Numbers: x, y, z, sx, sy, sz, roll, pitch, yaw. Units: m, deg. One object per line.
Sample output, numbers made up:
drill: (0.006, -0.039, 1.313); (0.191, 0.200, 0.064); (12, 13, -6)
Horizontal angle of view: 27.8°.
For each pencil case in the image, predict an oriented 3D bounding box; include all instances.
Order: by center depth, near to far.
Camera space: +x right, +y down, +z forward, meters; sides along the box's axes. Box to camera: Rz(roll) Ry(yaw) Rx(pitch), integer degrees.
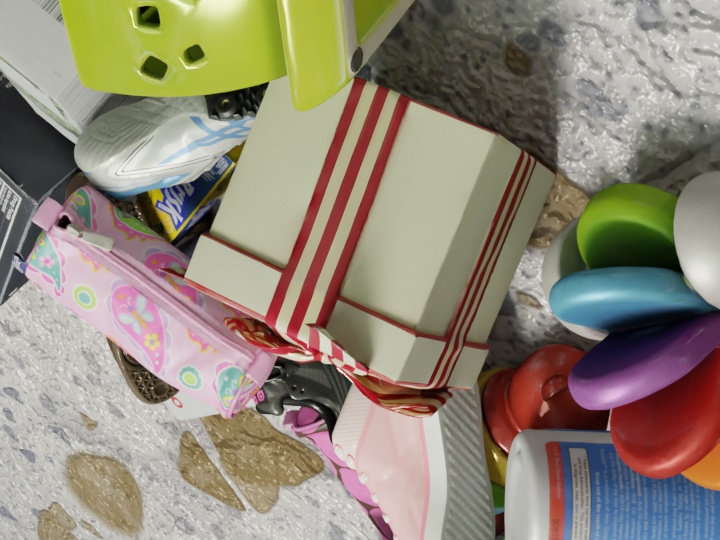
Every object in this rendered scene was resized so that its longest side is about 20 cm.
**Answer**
pencil case: (-0.149, 0.021, 1.054); (0.199, 0.088, 0.088); (36, 143, 3)
pencil case: (0.020, 0.184, 1.276); (0.093, 0.091, 0.201); (-27, 108, 19)

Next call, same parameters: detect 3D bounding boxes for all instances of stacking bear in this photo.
stacking bear: (0.114, 0.126, 1.115); (0.200, 0.121, 0.114); (-43, 68, 44)

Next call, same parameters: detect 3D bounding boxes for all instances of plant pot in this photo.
plant pot: (-0.060, -0.222, 0.862); (0.180, 0.199, 0.201); (15, 135, 22)

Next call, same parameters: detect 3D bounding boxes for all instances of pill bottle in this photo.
pill bottle: (0.205, 0.168, 1.009); (0.198, 0.113, 0.113); (2, 137, -3)

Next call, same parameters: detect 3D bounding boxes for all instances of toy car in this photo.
toy car: (0.191, 0.047, 0.895); (0.201, 0.150, 0.175); (54, 146, -13)

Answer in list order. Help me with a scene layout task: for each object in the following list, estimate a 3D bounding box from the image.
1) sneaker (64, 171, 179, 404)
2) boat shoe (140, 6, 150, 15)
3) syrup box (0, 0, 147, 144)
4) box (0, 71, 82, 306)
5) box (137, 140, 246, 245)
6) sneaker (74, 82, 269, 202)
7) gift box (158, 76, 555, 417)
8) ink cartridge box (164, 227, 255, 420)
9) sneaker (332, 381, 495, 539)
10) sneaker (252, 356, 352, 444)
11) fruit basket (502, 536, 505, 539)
sneaker: (-0.191, 0.010, 1.197); (0.075, 0.070, 0.202); (26, 133, 57)
boat shoe: (-0.106, -0.188, 1.035); (0.199, 0.068, 0.072); (19, 137, 28)
syrup box: (-0.212, -0.152, 1.091); (0.079, 0.082, 0.200); (38, 174, 6)
box: (-0.334, -0.108, 1.277); (0.198, 0.123, 0.200); (43, 145, 2)
box: (-0.139, -0.080, 1.171); (0.064, 0.070, 0.200); (46, 143, -2)
sneaker: (-0.112, -0.103, 1.035); (0.199, 0.072, 0.072); (-19, 145, 28)
gift box: (-0.003, -0.021, 0.946); (0.184, 0.188, 0.200); (24, -176, 27)
ink cartridge box: (-0.121, 0.042, 1.263); (0.199, 0.085, 0.145); (-16, 113, 47)
sneaker: (0.037, 0.160, 1.072); (0.104, 0.075, 0.202); (-4, 91, 37)
sneaker: (-0.067, 0.064, 1.118); (0.199, 0.084, 0.077); (36, 165, -6)
fruit basket: (0.234, 0.254, 1.112); (0.215, 0.155, 0.216); (43, 158, 22)
